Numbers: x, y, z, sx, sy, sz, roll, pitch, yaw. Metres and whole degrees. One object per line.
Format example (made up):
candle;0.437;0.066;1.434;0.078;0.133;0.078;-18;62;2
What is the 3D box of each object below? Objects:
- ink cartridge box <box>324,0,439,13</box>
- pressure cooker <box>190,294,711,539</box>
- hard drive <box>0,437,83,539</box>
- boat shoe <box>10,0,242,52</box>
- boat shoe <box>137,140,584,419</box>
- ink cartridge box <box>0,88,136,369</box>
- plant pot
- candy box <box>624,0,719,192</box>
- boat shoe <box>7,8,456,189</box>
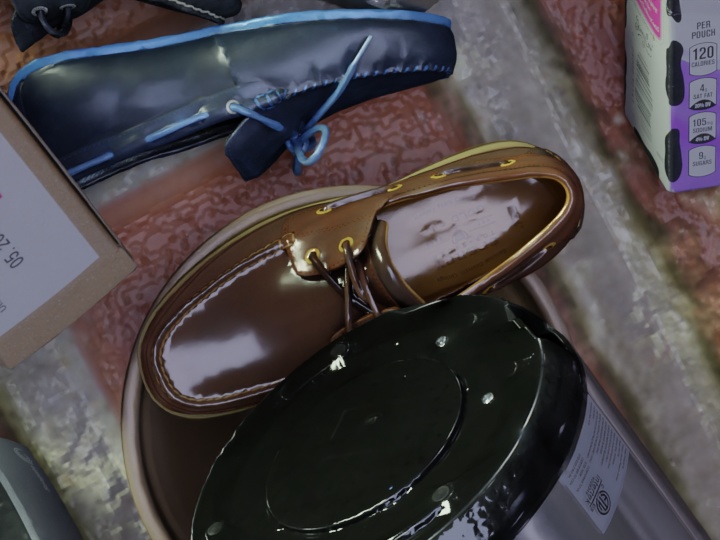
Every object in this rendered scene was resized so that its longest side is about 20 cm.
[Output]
ink cartridge box;-0.057;-0.173;1.128;0.200;0.116;0.067;18;87;-8
pressure cooker;0.051;0.133;1.007;0.176;0.179;0.200;-44;119;-10
hard drive;-0.167;0.165;1.081;0.135;0.200;0.042;-31;138;1
boat shoe;-0.149;-0.131;1.136;0.199;0.075;0.066;18;90;-7
boat shoe;0.001;0.000;1.066;0.200;0.068;0.072;-25;93;-7
ink cartridge box;-0.196;-0.074;1.040;0.075;0.200;0.165;-40;51;-5
plant pot;-0.008;0.064;1.145;0.201;0.093;0.201;0;90;-8
candy box;0.204;-0.146;1.135;0.168;0.072;0.200;-10;126;-7
boat shoe;-0.053;-0.070;1.152;0.200;0.084;0.069;-10;80;8
